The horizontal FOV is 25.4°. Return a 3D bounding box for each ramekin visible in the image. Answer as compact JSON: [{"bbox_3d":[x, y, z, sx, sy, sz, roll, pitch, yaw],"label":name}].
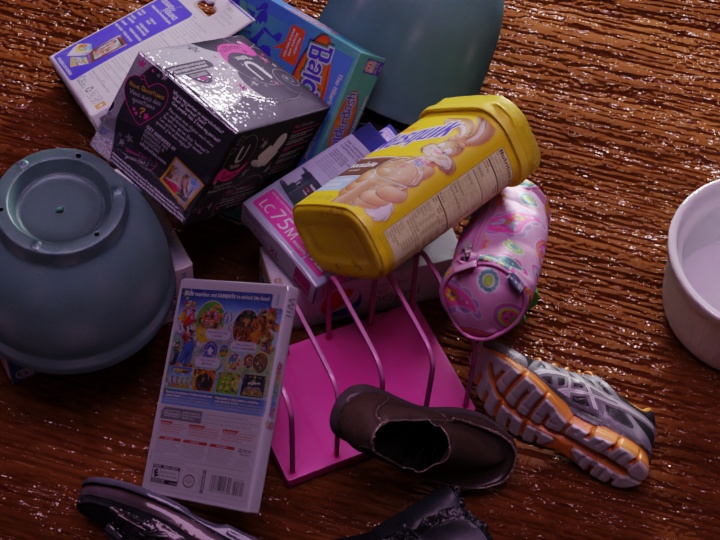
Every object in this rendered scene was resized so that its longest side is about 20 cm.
[{"bbox_3d":[0.398,0.012,1.601,0.198,0.098,0.202,1,54,-2],"label":"ramekin"}]

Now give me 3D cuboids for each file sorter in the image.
[{"bbox_3d":[-0.004,0.083,1.508,0.198,0.126,0.140,-19,56,-16],"label":"file sorter"}]

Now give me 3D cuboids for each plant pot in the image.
[{"bbox_3d":[0.062,-0.274,1.709,0.199,0.162,0.201,20,31,-12],"label":"plant pot"},{"bbox_3d":[-0.271,-0.025,1.465,0.198,0.135,0.202,2,56,-3],"label":"plant pot"}]

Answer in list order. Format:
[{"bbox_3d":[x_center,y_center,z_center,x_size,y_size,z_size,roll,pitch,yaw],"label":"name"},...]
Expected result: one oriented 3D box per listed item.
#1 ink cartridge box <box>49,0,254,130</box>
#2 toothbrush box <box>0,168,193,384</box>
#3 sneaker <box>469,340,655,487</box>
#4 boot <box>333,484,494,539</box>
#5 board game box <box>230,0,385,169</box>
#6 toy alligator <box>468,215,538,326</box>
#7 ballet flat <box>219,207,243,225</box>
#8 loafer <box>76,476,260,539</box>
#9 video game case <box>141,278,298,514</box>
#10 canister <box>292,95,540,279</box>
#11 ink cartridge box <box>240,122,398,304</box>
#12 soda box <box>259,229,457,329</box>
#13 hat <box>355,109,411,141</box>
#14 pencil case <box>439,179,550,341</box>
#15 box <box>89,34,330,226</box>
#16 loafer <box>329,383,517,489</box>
[{"bbox_3d":[-0.221,-0.232,1.714,0.199,0.044,0.198,-32,33,-7],"label":"ink cartridge box"},{"bbox_3d":[-0.281,0.000,1.581,0.198,0.086,0.147,-20,57,-19],"label":"toothbrush box"},{"bbox_3d":[0.192,0.125,1.517,0.199,0.078,0.077,34,52,1],"label":"sneaker"},{"bbox_3d":[0.055,0.290,1.385,0.167,0.077,0.201,-20,50,-13],"label":"boot"},{"bbox_3d":[-0.081,-0.194,1.678,0.199,0.153,0.045,34,16,36],"label":"board game box"},{"bbox_3d":[0.144,-0.021,1.643,0.054,0.059,0.201,22,38,-42],"label":"toy alligator"},{"bbox_3d":[-0.177,-0.105,1.688,0.199,0.072,0.072,29,56,15],"label":"ballet flat"},{"bbox_3d":[-0.167,0.244,1.416,0.198,0.072,0.063,21,59,8],"label":"loafer"},{"bbox_3d":[-0.128,0.110,1.447,0.142,0.018,0.202,3,80,42],"label":"video game case"},{"bbox_3d":[0.050,-0.078,1.496,0.199,0.087,0.148,-36,21,-24],"label":"canister"},{"bbox_3d":[-0.006,-0.067,1.588,0.199,0.042,0.119,-33,70,-26],"label":"ink cartridge box"},{"bbox_3d":[0.000,0.000,1.610,0.198,0.064,0.069,-13,54,-12],"label":"soda box"},{"bbox_3d":[0.008,-0.120,1.689,0.198,0.081,0.202,1,54,-1],"label":"hat"},{"bbox_3d":[0.128,-0.016,1.498,0.087,0.088,0.200,15,30,8],"label":"pencil case"},{"bbox_3d":[-0.141,-0.142,1.546,0.132,0.115,0.200,40,24,13],"label":"box"},{"bbox_3d":[0.065,0.163,1.441,0.198,0.074,0.071,16,14,-30],"label":"loafer"}]
